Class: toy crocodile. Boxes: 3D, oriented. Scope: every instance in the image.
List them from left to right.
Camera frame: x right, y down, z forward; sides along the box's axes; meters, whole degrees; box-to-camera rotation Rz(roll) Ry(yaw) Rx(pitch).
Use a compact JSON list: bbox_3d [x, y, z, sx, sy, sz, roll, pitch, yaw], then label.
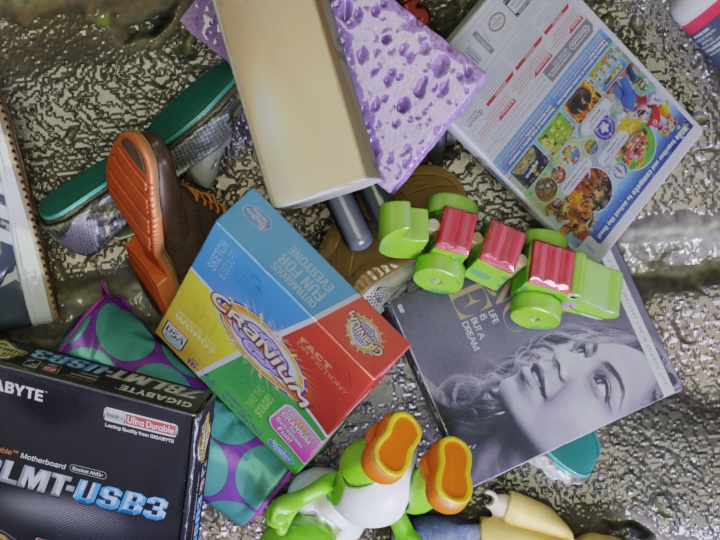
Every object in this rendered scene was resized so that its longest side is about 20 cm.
[{"bbox_3d":[0.103,-0.010,1.610,0.199,0.062,0.068,20,66,-12],"label":"toy crocodile"}]

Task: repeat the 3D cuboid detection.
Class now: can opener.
[{"bbox_3d":[-0.028,-0.112,1.632,0.052,0.066,0.201,-26,88,-7],"label":"can opener"}]

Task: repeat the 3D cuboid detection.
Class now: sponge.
[{"bbox_3d":[-0.019,-0.159,1.586,0.200,0.030,0.112,39,93,4],"label":"sponge"}]

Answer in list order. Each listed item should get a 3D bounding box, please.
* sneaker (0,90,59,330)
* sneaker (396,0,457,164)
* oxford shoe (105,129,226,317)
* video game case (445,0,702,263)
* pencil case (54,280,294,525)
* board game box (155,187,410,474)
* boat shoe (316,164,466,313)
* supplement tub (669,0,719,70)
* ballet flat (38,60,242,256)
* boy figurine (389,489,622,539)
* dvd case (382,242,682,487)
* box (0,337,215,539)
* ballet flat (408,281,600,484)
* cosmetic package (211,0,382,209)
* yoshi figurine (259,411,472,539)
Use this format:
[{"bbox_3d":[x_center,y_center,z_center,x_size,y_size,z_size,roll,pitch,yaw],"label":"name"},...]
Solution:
[{"bbox_3d":[-0.300,-0.047,1.653,0.108,0.070,0.202,-14,96,-2],"label":"sneaker"},{"bbox_3d":[0.017,-0.172,1.654,0.097,0.071,0.202,-15,97,7],"label":"sneaker"},{"bbox_3d":[-0.136,-0.045,1.610,0.073,0.200,0.071,-29,62,-15],"label":"oxford shoe"},{"bbox_3d":[0.148,-0.120,1.646,0.200,0.018,0.143,44,77,-16],"label":"video game case"},{"bbox_3d":[-0.139,0.102,1.656,0.199,0.085,0.093,35,76,-2],"label":"pencil case"},{"bbox_3d":[-0.059,0.047,1.545,0.153,0.200,0.040,45,61,5],"label":"board game box"},{"bbox_3d":[0.000,0.000,1.667,0.200,0.069,0.071,-42,69,-17],"label":"boat shoe"},{"bbox_3d":[0.338,-0.171,1.625,0.140,0.140,0.200,-43,93,1],"label":"supplement tub"},{"bbox_3d":[-0.149,-0.079,1.664,0.200,0.072,0.072,-37,93,1],"label":"ballet flat"},{"bbox_3d":[0.119,0.232,1.682,0.198,0.064,0.125,6,90,2],"label":"boy figurine"},{"bbox_3d":[0.131,0.057,1.644,0.199,0.016,0.150,-22,84,-25],"label":"dvd case"},{"bbox_3d":[-0.214,0.162,1.628,0.199,0.050,0.200,14,116,10],"label":"box"},{"bbox_3d":[0.106,0.080,1.675,0.072,0.072,0.200,-37,92,1],"label":"ballet flat"},{"bbox_3d":[-0.049,-0.147,1.523,0.071,0.105,0.201,-17,91,7],"label":"cosmetic package"},{"bbox_3d":[-0.010,0.183,1.612,0.112,0.200,0.113,-18,79,-40],"label":"yoshi figurine"}]
